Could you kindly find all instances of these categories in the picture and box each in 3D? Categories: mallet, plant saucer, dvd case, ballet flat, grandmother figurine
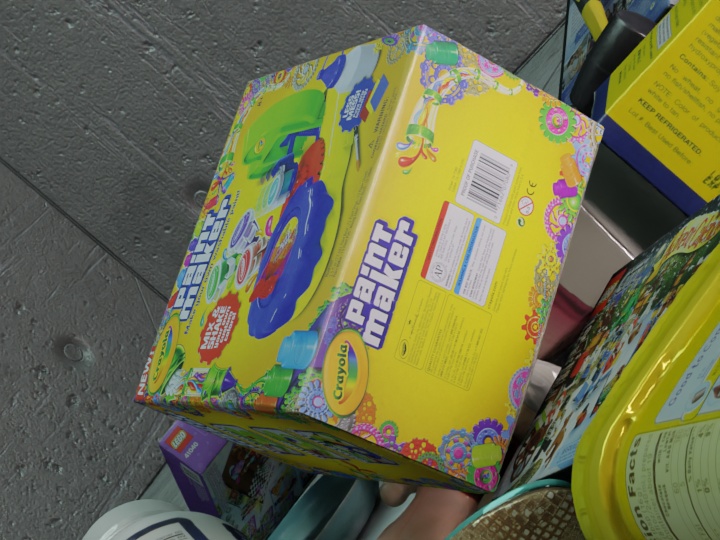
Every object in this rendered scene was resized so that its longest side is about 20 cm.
[{"bbox_3d":[0.153,-0.170,1.038,0.200,0.041,0.066,-92,26,-51],"label":"mallet"},{"bbox_3d":[-0.050,0.201,1.099,0.200,0.027,0.200,-48,4,4],"label":"plant saucer"},{"bbox_3d":[0.178,-0.191,1.105,0.143,0.018,0.200,126,161,-46],"label":"dvd case"},{"bbox_3d":[0.037,0.170,0.718,0.200,0.070,0.065,-50,31,34],"label":"ballet flat"},{"bbox_3d":[0.051,0.128,0.909,0.200,0.061,0.121,-48,31,-18],"label":"grandmother figurine"}]

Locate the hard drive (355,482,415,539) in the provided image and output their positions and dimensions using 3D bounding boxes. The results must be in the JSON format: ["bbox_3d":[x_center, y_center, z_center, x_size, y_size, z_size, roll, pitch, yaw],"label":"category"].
[{"bbox_3d":[-0.011,0.199,1.074,0.200,0.027,0.132,-49,4,17],"label":"hard drive"}]

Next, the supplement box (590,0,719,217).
[{"bbox_3d":[0.231,-0.123,0.883,0.200,0.109,0.110,-47,5,20],"label":"supplement box"}]

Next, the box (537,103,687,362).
[{"bbox_3d":[0.091,0.007,1.008,0.200,0.109,0.128,-47,-10,30],"label":"box"}]

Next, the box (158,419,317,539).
[{"bbox_3d":[-0.063,0.109,1.095,0.137,0.039,0.200,-51,-20,-20],"label":"box"}]

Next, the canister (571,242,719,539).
[{"bbox_3d":[0.158,0.031,0.463,0.149,0.087,0.200,-51,6,-18],"label":"canister"}]

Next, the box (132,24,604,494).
[{"bbox_3d":[0.000,0.000,0.867,0.193,0.122,0.200,-7,62,59],"label":"box"}]

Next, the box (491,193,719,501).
[{"bbox_3d":[0.128,0.042,0.722,0.137,0.038,0.200,-60,2,-18],"label":"box"}]

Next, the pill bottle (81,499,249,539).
[{"bbox_3d":[-0.087,0.195,0.870,0.111,0.111,0.200,-50,29,-7],"label":"pill bottle"}]
